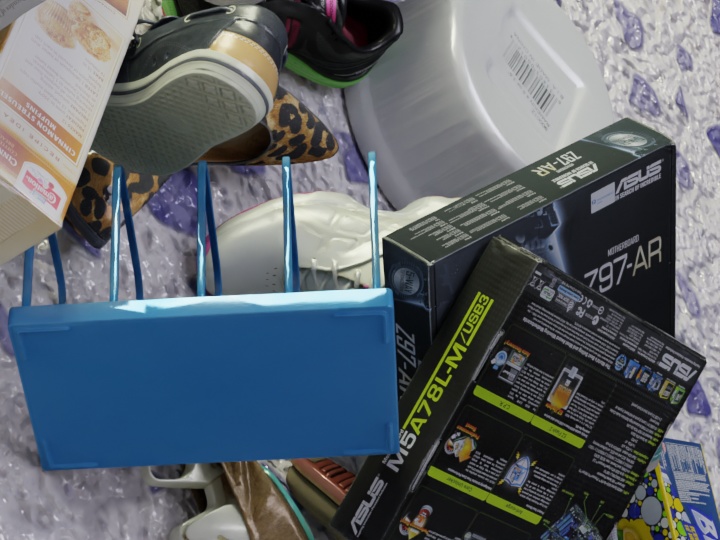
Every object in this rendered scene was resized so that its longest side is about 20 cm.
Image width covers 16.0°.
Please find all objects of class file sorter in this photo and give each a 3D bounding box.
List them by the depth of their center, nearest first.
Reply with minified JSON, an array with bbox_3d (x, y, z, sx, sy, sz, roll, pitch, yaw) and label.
[{"bbox_3d":[-0.082,0.019,1.406,0.139,0.199,0.123,87,0,-52],"label":"file sorter"}]

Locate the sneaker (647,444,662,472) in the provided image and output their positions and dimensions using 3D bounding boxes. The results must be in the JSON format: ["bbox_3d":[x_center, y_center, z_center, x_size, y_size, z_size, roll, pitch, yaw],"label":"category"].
[{"bbox_3d":[0.104,0.076,1.621,0.199,0.080,0.071,13,13,-14],"label":"sneaker"}]

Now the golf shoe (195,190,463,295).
[{"bbox_3d":[0.000,0.000,1.568,0.092,0.199,0.076,-103,-169,-56],"label":"golf shoe"}]

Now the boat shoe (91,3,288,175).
[{"bbox_3d":[-0.103,-0.100,1.407,0.075,0.200,0.062,38,63,-23],"label":"boat shoe"}]

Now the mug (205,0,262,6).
[{"bbox_3d":[-0.072,-0.234,1.611,0.153,0.186,0.150,-42,102,-42],"label":"mug"}]

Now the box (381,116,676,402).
[{"bbox_3d":[0.104,0.018,1.529,0.200,0.043,0.161,-26,128,-32],"label":"box"}]

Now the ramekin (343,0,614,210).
[{"bbox_3d":[0.091,-0.116,1.810,0.200,0.098,0.201,29,47,-37],"label":"ramekin"}]

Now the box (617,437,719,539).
[{"bbox_3d":[0.217,0.222,1.774,0.064,0.070,0.201,11,60,-46],"label":"box"}]

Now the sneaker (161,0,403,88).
[{"bbox_3d":[-0.052,-0.175,1.683,0.200,0.084,0.077,6,63,-46],"label":"sneaker"}]

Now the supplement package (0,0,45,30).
[{"bbox_3d":[-0.244,-0.182,1.358,0.111,0.200,0.156,43,41,-25],"label":"supplement package"}]

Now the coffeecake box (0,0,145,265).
[{"bbox_3d":[-0.207,-0.083,1.381,0.073,0.153,0.200,40,41,-26],"label":"coffeecake box"}]

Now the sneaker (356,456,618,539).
[{"bbox_3d":[0.094,0.153,1.632,0.200,0.114,0.076,44,40,-23],"label":"sneaker"}]

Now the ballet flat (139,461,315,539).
[{"bbox_3d":[-0.089,0.119,1.483,0.072,0.068,0.201,-22,85,-33],"label":"ballet flat"}]

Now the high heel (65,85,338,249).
[{"bbox_3d":[-0.097,-0.055,1.558,0.199,0.071,0.143,13,51,-27],"label":"high heel"}]

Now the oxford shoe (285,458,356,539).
[{"bbox_3d":[0.015,0.195,1.551,0.200,0.075,0.070,47,12,12],"label":"oxford shoe"}]

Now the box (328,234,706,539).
[{"bbox_3d":[0.097,0.099,1.502,0.047,0.194,0.200,33,4,42],"label":"box"}]
